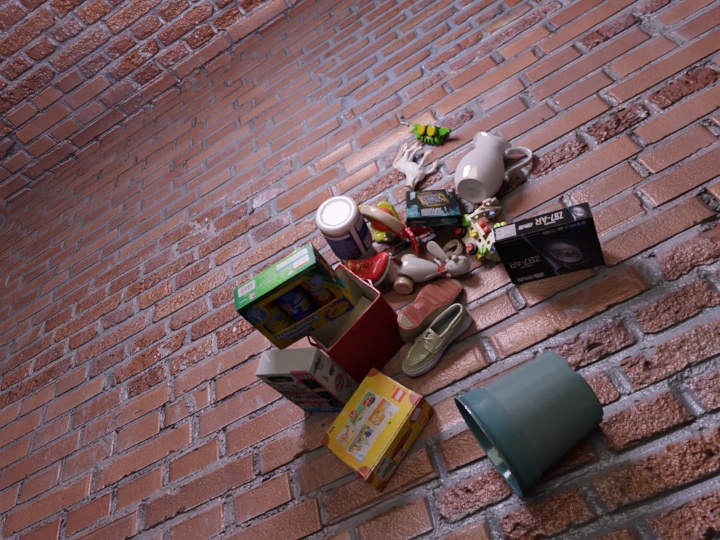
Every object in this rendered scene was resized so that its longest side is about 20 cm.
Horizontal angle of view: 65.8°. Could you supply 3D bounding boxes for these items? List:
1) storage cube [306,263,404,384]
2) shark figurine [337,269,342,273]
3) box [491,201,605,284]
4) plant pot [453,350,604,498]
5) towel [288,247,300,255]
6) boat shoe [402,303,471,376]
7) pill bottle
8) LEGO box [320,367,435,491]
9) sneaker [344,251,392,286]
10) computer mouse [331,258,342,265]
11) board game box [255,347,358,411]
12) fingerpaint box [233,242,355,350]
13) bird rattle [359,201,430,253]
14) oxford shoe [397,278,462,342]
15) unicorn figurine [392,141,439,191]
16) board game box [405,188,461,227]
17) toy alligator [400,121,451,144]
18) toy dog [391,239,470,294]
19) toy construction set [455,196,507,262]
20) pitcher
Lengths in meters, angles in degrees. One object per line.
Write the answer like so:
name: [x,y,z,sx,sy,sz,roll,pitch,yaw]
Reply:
storage cube: [-0.018,0.127,1.303,0.200,0.180,0.171,-46,44,-8]
shark figurine: [-0.089,0.029,1.409,0.089,0.214,0.128,40,100,18]
box: [0.398,-0.052,1.179,0.200,0.160,0.044,-15,47,23]
plant pot: [0.301,0.255,0.983,0.196,0.200,0.200,-33,43,-4]
towel: [-0.199,0.025,1.614,0.148,0.036,0.200,19,68,43]
boat shoe: [0.163,0.150,1.245,0.200,0.062,0.072,-45,43,-5]
pill bottle: [-0.033,-0.094,1.469,0.115,0.200,0.116,-9,56,14]
LEGO box: [0.035,0.329,1.175,0.149,0.077,0.200,24,71,44]
sneaker: [0.000,0.000,1.425,0.200,0.085,0.077,-28,42,45]
computer mouse: [-0.084,-0.005,1.569,0.059,0.034,0.200,32,69,30]
board game box: [-0.115,0.250,1.252,0.147,0.200,0.064,-8,52,30]
fingerpaint box: [-0.140,0.061,1.188,0.200,0.167,0.073,-30,42,9]
bird rattle: [0.074,-0.116,1.464,0.113,0.163,0.200,-59,34,6]
oxford shoe: [0.159,0.090,1.293,0.200,0.074,0.071,-34,53,-25]
unicorn figurine: [0.156,-0.297,1.619,0.137,0.074,0.200,-48,29,5]
board game box: [0.182,-0.163,1.428,0.135,0.028,0.200,-3,27,6]
toy alligator: [0.195,-0.416,1.697,0.200,0.059,0.054,22,110,43]
toy dog: [0.156,-0.018,1.353,0.200,0.096,0.132,-28,42,20]
toy construction set: [0.304,-0.098,1.330,0.131,0.092,0.200,-49,30,27]
pitcher: [0.342,-0.264,1.435,0.171,0.121,0.200,12,51,25]
